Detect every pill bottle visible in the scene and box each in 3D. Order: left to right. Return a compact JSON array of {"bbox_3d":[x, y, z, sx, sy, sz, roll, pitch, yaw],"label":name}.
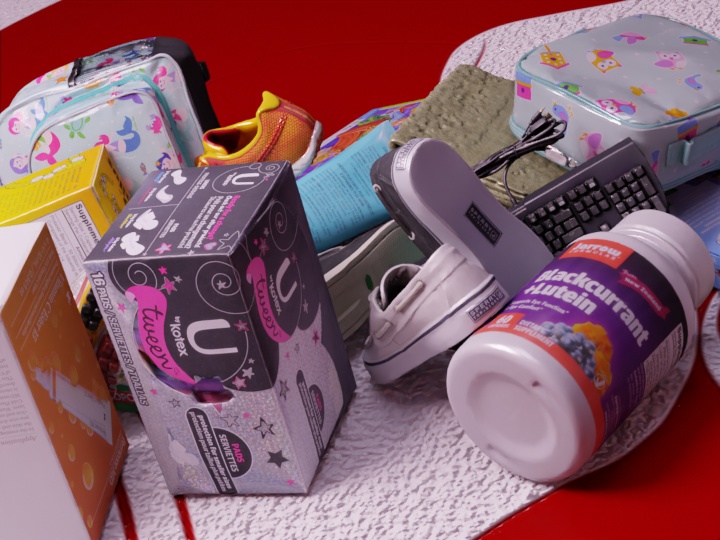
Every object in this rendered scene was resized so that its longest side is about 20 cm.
[{"bbox_3d":[0.158,0.043,1.161,0.111,0.112,0.200,11,39,39],"label":"pill bottle"}]

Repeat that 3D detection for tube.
[{"bbox_3d":[-0.037,-0.044,1.345,0.200,0.078,0.050,-30,-5,-21],"label":"tube"}]

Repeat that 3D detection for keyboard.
[{"bbox_3d":[0.120,-0.038,1.261,0.200,0.127,0.021,-31,-2,12],"label":"keyboard"}]

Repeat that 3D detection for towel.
[{"bbox_3d":[0.110,-0.101,1.379,0.148,0.037,0.200,23,35,9],"label":"towel"}]

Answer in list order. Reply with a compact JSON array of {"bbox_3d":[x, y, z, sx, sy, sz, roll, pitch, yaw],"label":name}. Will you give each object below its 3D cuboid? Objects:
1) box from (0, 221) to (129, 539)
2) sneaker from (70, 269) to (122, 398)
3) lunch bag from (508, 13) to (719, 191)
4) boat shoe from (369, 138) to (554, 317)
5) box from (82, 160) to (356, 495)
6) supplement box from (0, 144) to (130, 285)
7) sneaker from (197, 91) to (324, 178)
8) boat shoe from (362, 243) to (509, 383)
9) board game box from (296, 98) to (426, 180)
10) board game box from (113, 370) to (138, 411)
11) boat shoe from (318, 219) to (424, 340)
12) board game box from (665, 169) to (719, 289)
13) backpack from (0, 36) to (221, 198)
[{"bbox_3d":[-0.246,0.087,1.190,0.097,0.200,0.125,-9,30,11],"label":"box"},{"bbox_3d":[-0.205,0.054,1.298,0.200,0.078,0.082,-48,19,12],"label":"sneaker"},{"bbox_3d":[0.224,-0.128,1.345,0.200,0.077,0.160,-22,44,-36],"label":"lunch bag"},{"bbox_3d":[0.082,-0.015,1.227,0.057,0.200,0.069,-7,37,53],"label":"boat shoe"},{"bbox_3d":[-0.091,0.042,1.192,0.114,0.200,0.132,-4,31,21],"label":"box"},{"bbox_3d":[-0.285,-0.007,1.428,0.199,0.109,0.110,-22,23,6],"label":"supplement box"},{"bbox_3d":[-0.110,-0.079,1.408,0.200,0.077,0.073,-44,21,34],"label":"sneaker"},{"bbox_3d":[0.037,0.028,1.202,0.072,0.066,0.200,-40,1,-18],"label":"boat shoe"},{"bbox_3d":[-0.009,-0.086,1.497,0.200,0.045,0.134,-36,18,-32],"label":"board game box"},{"bbox_3d":[-0.161,0.045,1.399,0.134,0.029,0.200,2,34,27],"label":"board game box"},{"bbox_3d":[0.000,0.000,1.344,0.200,0.072,0.068,-30,26,-37],"label":"boat shoe"},{"bbox_3d":[0.286,-0.051,1.338,0.151,0.037,0.200,-28,31,-23],"label":"board game box"},{"bbox_3d":[-0.230,-0.101,1.534,0.199,0.178,0.151,-13,22,12],"label":"backpack"}]
